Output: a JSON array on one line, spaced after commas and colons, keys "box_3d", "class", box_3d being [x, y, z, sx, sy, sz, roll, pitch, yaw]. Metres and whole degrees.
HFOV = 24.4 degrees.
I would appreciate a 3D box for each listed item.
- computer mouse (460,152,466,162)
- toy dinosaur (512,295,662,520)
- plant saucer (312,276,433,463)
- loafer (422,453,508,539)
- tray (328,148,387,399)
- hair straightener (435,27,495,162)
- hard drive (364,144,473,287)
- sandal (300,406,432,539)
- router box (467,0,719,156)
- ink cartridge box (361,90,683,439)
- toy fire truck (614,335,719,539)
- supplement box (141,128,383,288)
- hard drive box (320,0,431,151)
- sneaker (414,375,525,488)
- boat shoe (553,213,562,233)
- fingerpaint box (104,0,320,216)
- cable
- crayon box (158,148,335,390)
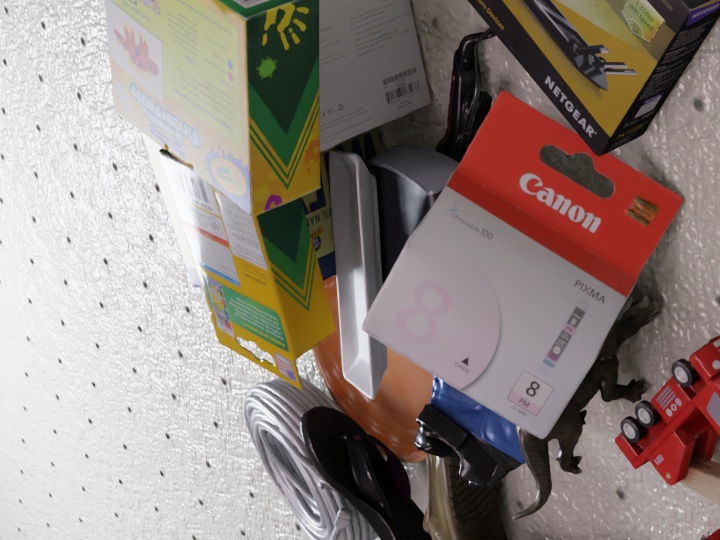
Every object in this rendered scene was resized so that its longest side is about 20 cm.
[{"box_3d": [0.110, -0.024, 1.331, 0.034, 0.058, 0.201, -104, 4, -46], "class": "computer mouse"}, {"box_3d": [0.158, 0.095, 1.294, 0.102, 0.201, 0.077, 39, 180, -40], "class": "toy dinosaur"}, {"box_3d": [0.023, 0.084, 1.580, 0.200, 0.037, 0.202, 35, 139, 38], "class": "plant saucer"}, {"box_3d": [0.089, 0.220, 1.538, 0.067, 0.076, 0.202, 15, 124, 44], "class": "loafer"}, {"box_3d": [0.000, 0.000, 1.397, 0.107, 0.022, 0.203, -151, 56, -76], "class": "tray"}, {"box_3d": [0.092, -0.101, 1.334, 0.077, 0.040, 0.202, -113, 27, -51], "class": "hair straightener"}, {"box_3d": [0.045, -0.029, 1.339, 0.200, 0.042, 0.137, -147, 53, -71], "class": "hard drive"}, {"box_3d": [0.022, 0.203, 1.582, 0.201, 0.075, 0.048, 50, 128, -4], "class": "sandal"}, {"box_3d": [0.152, -0.206, 1.163, 0.201, 0.052, 0.158, 52, 147, 19], "class": "router box"}, {"box_3d": [0.117, -0.002, 1.213, 0.161, 0.057, 0.201, 31, 111, 3], "class": "ink cartridge box"}, {"box_3d": [0.263, 0.151, 1.253, 0.142, 0.048, 0.201, 53, 146, 17], "class": "toy fire truck"}, {"box_3d": [-0.087, -0.098, 1.520, 0.199, 0.133, 0.202, 3, 114, 56], "class": "supplement box"}, {"box_3d": [-0.039, -0.209, 1.352, 0.076, 0.155, 0.202, 14, 122, 51], "class": "hard drive box"}, {"box_3d": [0.072, 0.096, 1.428, 0.200, 0.111, 0.077, 49, -178, 21], "class": "sneaker"}, {"box_3d": [0.140, 0.012, 1.313, 0.062, 0.073, 0.201, 30, 140, 28], "class": "boat shoe"}, {"box_3d": [-0.115, -0.165, 1.277, 0.199, 0.073, 0.168, 36, 138, 40], "class": "fingerpaint box"}, {"box_3d": [-0.047, 0.196, 1.702, 0.200, 0.069, 0.201, 51, 160, 25], "class": "cable"}, {"box_3d": [-0.091, -0.011, 1.396, 0.125, 0.051, 0.202, 25, 139, 44], "class": "crayon box"}]
